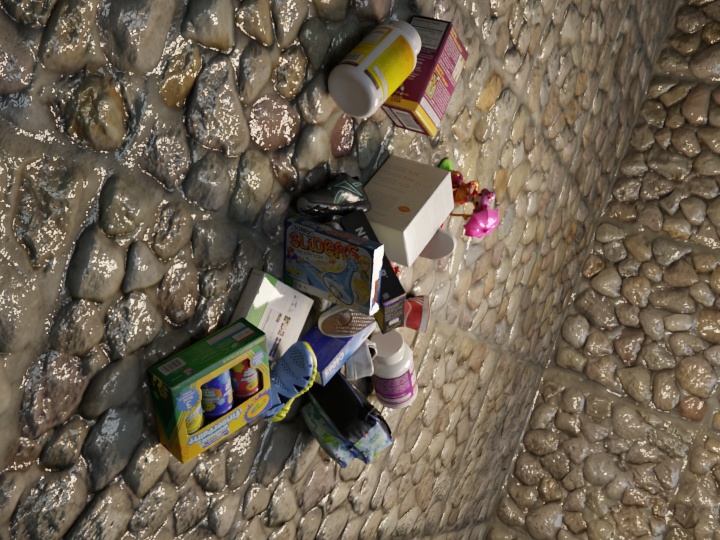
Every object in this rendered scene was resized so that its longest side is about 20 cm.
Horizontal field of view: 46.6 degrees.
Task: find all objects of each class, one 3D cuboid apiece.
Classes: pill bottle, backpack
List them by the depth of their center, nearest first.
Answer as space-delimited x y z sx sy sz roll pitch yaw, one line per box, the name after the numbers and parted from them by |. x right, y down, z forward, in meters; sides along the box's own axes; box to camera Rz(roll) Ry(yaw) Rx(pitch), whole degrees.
0.033 -0.383 1.562 0.200 0.108 0.110 -51 146 -32 | pill bottle
-0.031 0.337 1.832 0.147 0.183 0.200 -41 145 -5 | backpack
0.077 0.237 2.025 0.113 0.111 0.201 -52 148 -31 | pill bottle

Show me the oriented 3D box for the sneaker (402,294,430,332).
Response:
0.112 0.096 2.066 0.200 0.111 0.072 -84 -175 -79 | sneaker

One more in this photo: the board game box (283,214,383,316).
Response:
-0.053 -0.011 1.544 0.034 0.198 0.137 -33 134 -50 | board game box

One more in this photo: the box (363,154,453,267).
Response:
0.084 -0.129 1.768 0.200 0.151 0.107 -51 146 -31 | box

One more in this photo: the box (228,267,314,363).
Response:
-0.170 0.092 1.575 0.146 0.036 0.200 -67 153 -7 | box

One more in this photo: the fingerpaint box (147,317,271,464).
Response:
-0.250 0.203 1.422 0.199 0.073 0.169 -29 132 -37 | fingerpaint box

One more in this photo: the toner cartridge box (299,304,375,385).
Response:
-0.059 0.148 1.745 0.200 0.094 0.044 -45 144 -38 | toner cartridge box

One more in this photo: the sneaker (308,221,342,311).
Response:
-0.057 -0.017 1.660 0.081 0.075 0.202 -22 139 -34 | sneaker

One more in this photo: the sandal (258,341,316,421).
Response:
-0.154 0.218 1.598 0.086 0.080 0.201 1 128 -48 | sandal

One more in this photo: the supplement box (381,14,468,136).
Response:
0.130 -0.402 1.730 0.202 0.102 0.131 -66 152 -7 | supplement box

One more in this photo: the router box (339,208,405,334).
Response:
0.024 0.004 1.639 0.052 0.202 0.158 -23 156 -9 | router box

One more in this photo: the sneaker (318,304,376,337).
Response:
-0.010 0.079 1.742 0.198 0.085 0.074 -17 123 -27 | sneaker

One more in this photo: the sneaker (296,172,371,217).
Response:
-0.057 -0.145 1.614 0.199 0.075 0.080 -5 85 -55 | sneaker

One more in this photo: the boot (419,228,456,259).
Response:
0.136 -0.071 1.863 0.095 0.198 0.075 -35 118 -52 | boot

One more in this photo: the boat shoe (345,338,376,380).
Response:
0.002 0.178 1.815 0.200 0.067 0.073 -88 176 -78 | boat shoe

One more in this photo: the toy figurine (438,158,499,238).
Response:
0.256 -0.158 2.025 0.202 0.182 0.150 -66 152 -10 | toy figurine

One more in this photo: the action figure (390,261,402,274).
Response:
0.040 0.023 1.899 0.199 0.051 0.066 -29 128 -55 | action figure
